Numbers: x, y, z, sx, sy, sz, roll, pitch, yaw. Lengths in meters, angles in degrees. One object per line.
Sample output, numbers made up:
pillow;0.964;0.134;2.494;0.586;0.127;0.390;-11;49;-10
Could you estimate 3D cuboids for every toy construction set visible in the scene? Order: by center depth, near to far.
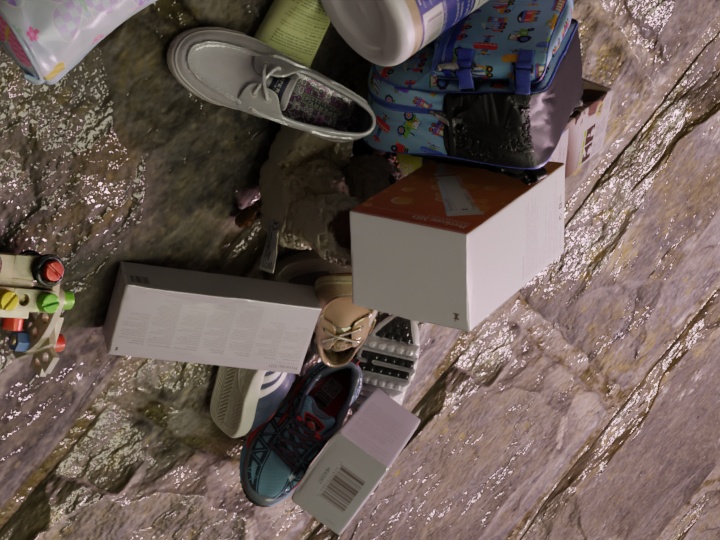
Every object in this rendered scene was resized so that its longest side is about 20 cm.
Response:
toy construction set;-0.325;0.045;1.300;0.200;0.092;0.131;4;94;-57

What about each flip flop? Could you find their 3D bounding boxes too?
flip flop;0.000;0.000;1.578;0.200;0.058;0.081;-12;118;-5

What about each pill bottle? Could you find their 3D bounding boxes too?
pill bottle;0.070;-0.282;1.322;0.200;0.120;0.120;-38;143;-23

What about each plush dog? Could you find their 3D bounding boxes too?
plush dog;-0.016;-0.069;1.491;0.172;0.200;0.160;7;150;-39

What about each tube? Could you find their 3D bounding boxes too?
tube;-0.049;-0.252;1.370;0.200;0.058;0.052;-62;175;19

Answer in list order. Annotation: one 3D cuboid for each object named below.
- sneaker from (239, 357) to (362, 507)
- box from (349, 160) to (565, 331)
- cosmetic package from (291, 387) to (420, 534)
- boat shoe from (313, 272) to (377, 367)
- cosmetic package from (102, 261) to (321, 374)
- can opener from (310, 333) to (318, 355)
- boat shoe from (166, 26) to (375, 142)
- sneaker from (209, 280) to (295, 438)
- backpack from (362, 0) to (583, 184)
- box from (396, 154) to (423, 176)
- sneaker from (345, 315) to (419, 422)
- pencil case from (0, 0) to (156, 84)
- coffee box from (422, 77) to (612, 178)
sneaker;-0.068;0.173;1.657;0.200;0.079;0.096;-57;-177;-17
box;0.094;-0.035;1.386;0.200;0.124;0.098;-35;130;-50
cosmetic package;-0.002;0.211;1.669;0.102;0.074;0.200;-54;177;14
boat shoe;-0.016;0.052;1.531;0.072;0.065;0.200;3;162;-7
cosmetic package;-0.147;0.048;1.467;0.200;0.051;0.083;8;116;-23
can opener;-0.016;0.001;1.640;0.066;0.053;0.200;16;112;-15
boat shoe;-0.077;-0.164;1.339;0.200;0.069;0.072;26;87;-24
sneaker;-0.101;0.089;1.604;0.084;0.075;0.200;-17;140;-44
backpack;0.098;-0.181;1.404;0.183;0.200;0.135;-57;147;-49
box;0.087;-0.119;1.614;0.122;0.048;0.200;-40;145;-35
sneaker;0.025;0.143;1.796;0.081;0.075;0.200;-46;154;-74
pencil case;-0.204;-0.233;1.184;0.200;0.083;0.091;-37;120;-16
coffee box;0.165;-0.140;1.556;0.200;0.113;0.080;-39;144;-42
